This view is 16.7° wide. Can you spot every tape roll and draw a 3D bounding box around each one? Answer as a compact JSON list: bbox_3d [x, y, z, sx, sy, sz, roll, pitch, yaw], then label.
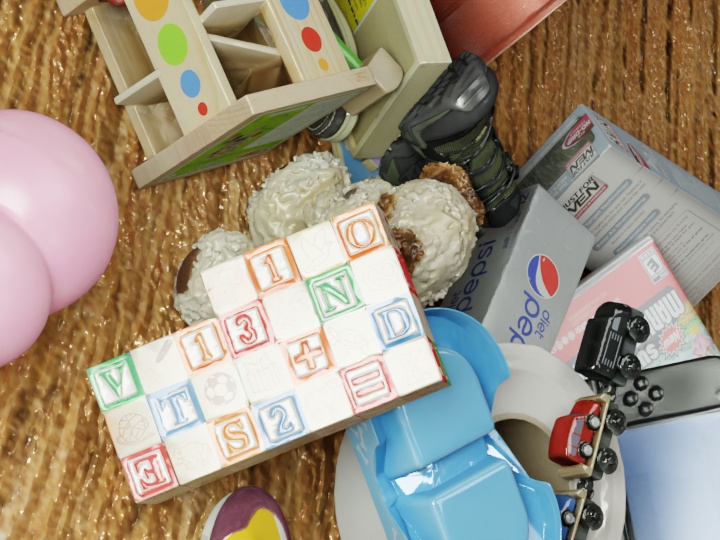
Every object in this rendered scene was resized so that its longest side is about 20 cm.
[{"bbox_3d":[0.081,0.150,1.644,0.202,0.071,0.204,4,83,-36],"label":"tape roll"}]

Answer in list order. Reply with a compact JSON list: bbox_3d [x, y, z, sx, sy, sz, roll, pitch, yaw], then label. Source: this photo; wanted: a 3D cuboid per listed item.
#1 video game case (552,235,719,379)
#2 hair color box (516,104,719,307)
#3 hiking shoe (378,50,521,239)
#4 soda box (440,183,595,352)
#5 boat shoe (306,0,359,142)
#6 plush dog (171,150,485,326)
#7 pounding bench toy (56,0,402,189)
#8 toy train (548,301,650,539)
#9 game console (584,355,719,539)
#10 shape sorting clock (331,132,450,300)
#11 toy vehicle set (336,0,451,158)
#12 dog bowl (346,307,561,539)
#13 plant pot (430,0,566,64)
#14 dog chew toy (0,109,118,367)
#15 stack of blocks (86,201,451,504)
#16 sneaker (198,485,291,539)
[{"bbox_3d":[0.224,0.093,1.914,0.143,0.017,0.201,-34,96,-27],"label":"video game case"},{"bbox_3d":[0.217,-0.044,1.968,0.200,0.099,0.061,28,24,-40],"label":"hair color box"},{"bbox_3d":[0.079,-0.082,1.697,0.101,0.200,0.076,40,75,3],"label":"hiking shoe"},{"bbox_3d":[0.099,0.039,1.767,0.068,0.063,0.201,40,55,-25],"label":"soda box"},{"bbox_3d":[-0.055,-0.186,1.762,0.066,0.072,0.202,-2,71,-39],"label":"boat shoe"},{"bbox_3d":[0.000,0.000,1.611,0.161,0.171,0.200,57,35,-8],"label":"plush dog"},{"bbox_3d":[-0.076,-0.167,1.649,0.200,0.124,0.157,-18,82,-48],"label":"pounding bench toy"},{"bbox_3d":[0.148,0.114,1.632,0.046,0.034,0.201,26,70,-28],"label":"toy train"},{"bbox_3d":[0.204,0.166,1.799,0.118,0.170,0.201,35,44,-73],"label":"game console"},{"bbox_3d":[0.055,-0.068,1.842,0.200,0.039,0.201,31,46,-37],"label":"shape sorting clock"},{"bbox_3d":[-0.001,-0.198,1.765,0.026,0.124,0.201,-6,64,-29],"label":"toy vehicle set"},{"bbox_3d":[0.054,0.123,1.552,0.111,0.049,0.201,-25,97,-33],"label":"dog bowl"},{"bbox_3d":[0.089,-0.277,1.909,0.195,0.201,0.201,51,36,-1],"label":"plant pot"},{"bbox_3d":[-0.220,0.000,1.386,0.125,0.124,0.200,48,45,-19],"label":"dog chew toy"},{"bbox_3d":[-0.059,0.051,1.478,0.059,0.199,0.116,39,29,-80],"label":"stack of blocks"},{"bbox_3d":[-0.050,0.213,1.478,0.075,0.090,0.201,31,46,-36],"label":"sneaker"}]
